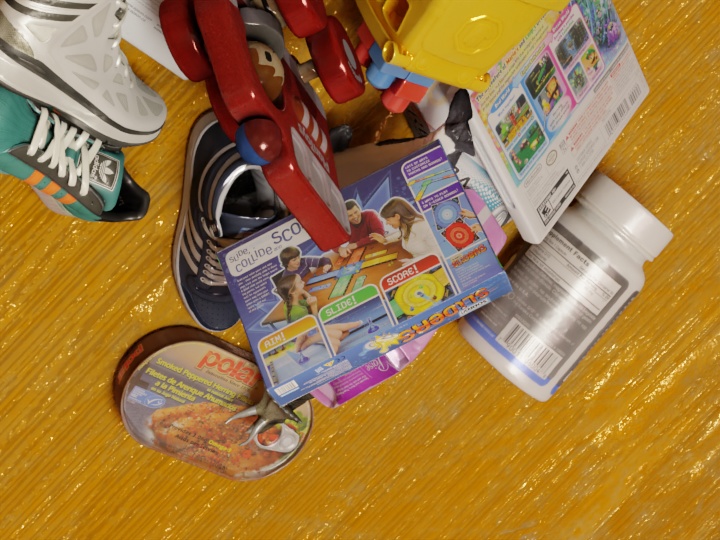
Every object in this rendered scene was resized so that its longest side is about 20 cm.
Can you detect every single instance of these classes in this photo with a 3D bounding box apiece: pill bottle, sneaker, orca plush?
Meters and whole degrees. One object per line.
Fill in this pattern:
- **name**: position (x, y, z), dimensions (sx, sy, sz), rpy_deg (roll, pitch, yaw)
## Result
- **pill bottle**: position (0.194, 0.013, 1.446), dimensions (0.114, 0.114, 0.200), rpy_deg (36, 97, -36)
- **sneaker**: position (-0.219, -0.087, 1.150), dimensions (0.200, 0.079, 0.072), rpy_deg (44, 60, -67)
- **sneaker**: position (-0.107, -0.021, 1.276), dimensions (0.070, 0.109, 0.202), rpy_deg (-8, 120, -23)
- **sneaker**: position (-0.182, -0.164, 1.120), dimensions (0.115, 0.076, 0.200), rpy_deg (-46, 151, 13)
- **orca plush**: position (0.028, -0.090, 1.301), dimensions (0.200, 0.106, 0.071), rpy_deg (-42, 170, 35)

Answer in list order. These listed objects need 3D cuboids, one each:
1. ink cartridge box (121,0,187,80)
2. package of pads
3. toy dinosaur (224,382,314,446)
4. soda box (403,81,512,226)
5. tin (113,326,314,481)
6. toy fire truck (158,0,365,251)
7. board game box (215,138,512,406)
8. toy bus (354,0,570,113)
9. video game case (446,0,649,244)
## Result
- **ink cartridge box**: position (-0.127, -0.247, 1.122), dimensions (0.199, 0.044, 0.196), rpy_deg (-33, 139, 24)
- **package of pads**: position (0.030, 0.020, 1.305), dimensions (0.076, 0.120, 0.200), rpy_deg (49, 45, -8)
- **toy dinosaur**: position (-0.046, 0.057, 1.345), dimensions (0.102, 0.077, 0.202), rpy_deg (-6, 109, -47)
- **soda box**: position (0.084, -0.127, 1.344), dimensions (0.068, 0.064, 0.201), rpy_deg (-34, 126, -7)
- **tin**: position (-0.130, 0.120, 1.387), dimensions (0.199, 0.042, 0.112), rpy_deg (29, 105, -36)
- **toy fire truck**: position (-0.063, -0.126, 1.125), dimensions (0.111, 0.169, 0.200), rpy_deg (-21, 145, 11)
- **board game box**: position (0.000, 0.000, 1.186), dimensions (0.199, 0.136, 0.035), rpy_deg (-26, 148, 4)
- **toy bus**: position (0.050, -0.230, 1.208), dimensions (0.135, 0.201, 0.192), rpy_deg (10, 131, -37)
- **video game case**: position (0.169, -0.156, 1.349), dimensions (0.200, 0.024, 0.182), rpy_deg (-52, 132, -22)
